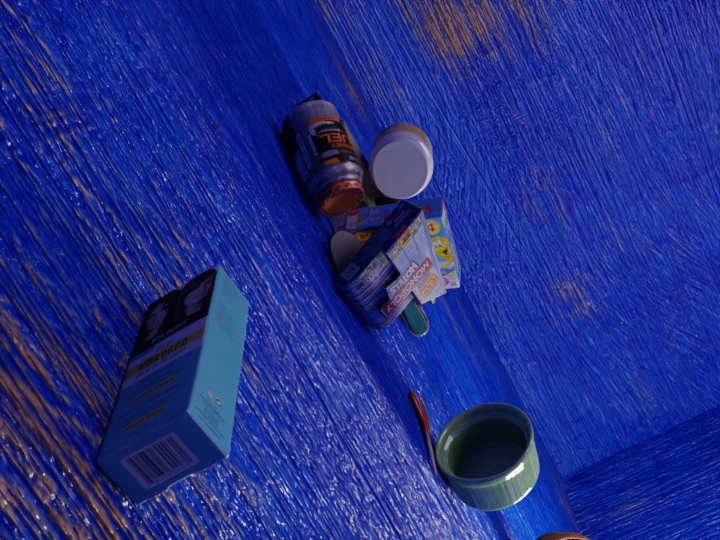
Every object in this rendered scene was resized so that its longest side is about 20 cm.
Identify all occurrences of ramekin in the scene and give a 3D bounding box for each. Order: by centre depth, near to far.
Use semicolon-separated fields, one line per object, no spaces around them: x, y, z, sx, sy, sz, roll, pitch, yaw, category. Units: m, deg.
0.250;0.362;1.498;0.201;0.196;0.099;-97;164;-61;ramekin

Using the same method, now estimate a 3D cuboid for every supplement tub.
-0.070;-0.215;1.503;0.204;0.121;0.122;67;12;21;supplement tub
0.091;-0.244;1.729;0.147;0.143;0.201;60;13;-14;supplement tub

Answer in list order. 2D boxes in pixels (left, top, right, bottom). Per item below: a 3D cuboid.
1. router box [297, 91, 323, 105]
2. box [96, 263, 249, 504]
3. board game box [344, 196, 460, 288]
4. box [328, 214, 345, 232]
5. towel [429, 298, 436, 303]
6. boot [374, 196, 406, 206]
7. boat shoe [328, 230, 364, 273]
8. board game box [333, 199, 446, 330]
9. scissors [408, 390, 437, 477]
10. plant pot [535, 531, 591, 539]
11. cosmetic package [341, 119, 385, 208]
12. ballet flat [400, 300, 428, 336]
-0.067;-0.305;1.867;0.200;0.061;0.152;50;18;-50;router box
-0.140;0.079;0.612;0.050;0.081;0.201;55;13;-27;box
0.087;-0.042;1.538;0.198;0.195;0.057;68;22;-43;board game box
-0.066;-0.161;1.606;0.204;0.038;0.041;66;13;11;box
0.100;-0.019;1.845;0.199;0.022;0.148;40;-19;44;towel
0.054;-0.085;1.692;0.195;0.073;0.166;17;59;-39;boot
-0.002;0.002;1.487;0.202;0.074;0.063;49;-13;-29;boat shoe
0.073;0.013;1.441;0.061;0.201;0.201;31;-15;45;board game box
0.132;0.319;1.497;0.073;0.014;0.203;55;13;-47;scissors
0.467;0.695;1.797;0.203;0.197;0.140;62;-5;-2;plant pot
-0.031;-0.221;1.745;0.201;0.102;0.074;55;14;-34;cosmetic package
0.102;0.063;1.836;0.203;0.068;0.071;63;-7;-15;ballet flat
